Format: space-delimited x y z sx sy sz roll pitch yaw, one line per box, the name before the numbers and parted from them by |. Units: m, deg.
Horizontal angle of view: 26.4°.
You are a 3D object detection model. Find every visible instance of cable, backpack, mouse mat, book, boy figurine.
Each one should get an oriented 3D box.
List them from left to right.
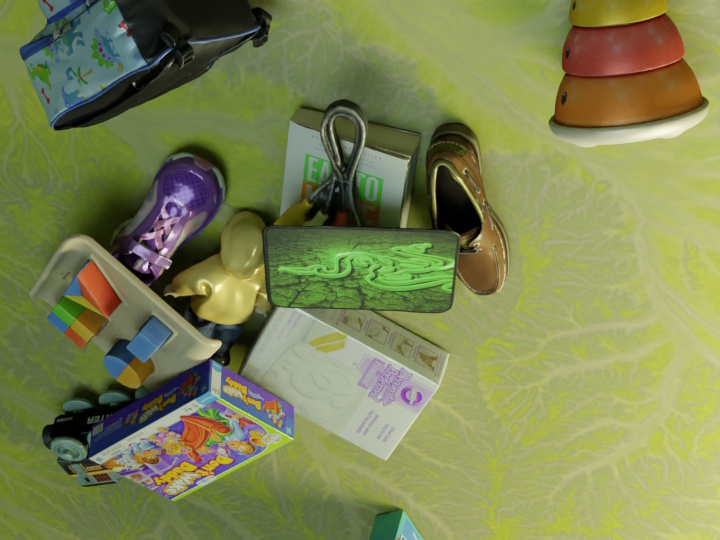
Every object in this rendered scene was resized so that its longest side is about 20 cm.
backpack | -0.223 -0.231 1.454 0.199 0.183 0.148 -26 92 35
boy figurine | -0.153 0.020 1.682 0.123 0.065 0.201 8 131 -21
cable | -0.023 -0.075 1.529 0.097 0.050 0.201 26 135 1
book | -0.017 -0.065 1.600 0.133 0.048 0.201 16 131 10
mouse mat | 0.000 0.000 1.571 0.198 0.008 0.161 1 148 0

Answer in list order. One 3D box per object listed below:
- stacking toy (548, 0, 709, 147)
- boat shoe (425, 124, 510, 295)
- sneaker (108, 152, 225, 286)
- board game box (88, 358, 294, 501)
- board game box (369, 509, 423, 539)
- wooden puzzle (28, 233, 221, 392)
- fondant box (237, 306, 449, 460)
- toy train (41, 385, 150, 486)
stacking toy | 0.231 -0.220 1.371 0.145 0.146 0.202 -4 106 20
boat shoe | 0.102 -0.046 1.556 0.071 0.068 0.201 -8 124 21
sneaker | -0.216 -0.041 1.648 0.080 0.089 0.200 36 127 -9
board game box | -0.191 0.184 1.735 0.199 0.045 0.134 -30 134 32
board game box | 0.049 0.413 1.837 0.045 0.201 0.153 -18 120 27
wooden puzzle | -0.266 0.061 1.675 0.200 0.046 0.185 38 148 -7
fondant box | -0.021 0.109 1.720 0.199 0.058 0.145 28 130 -6
toy train | -0.287 0.205 1.867 0.199 0.086 0.114 -11 135 21
